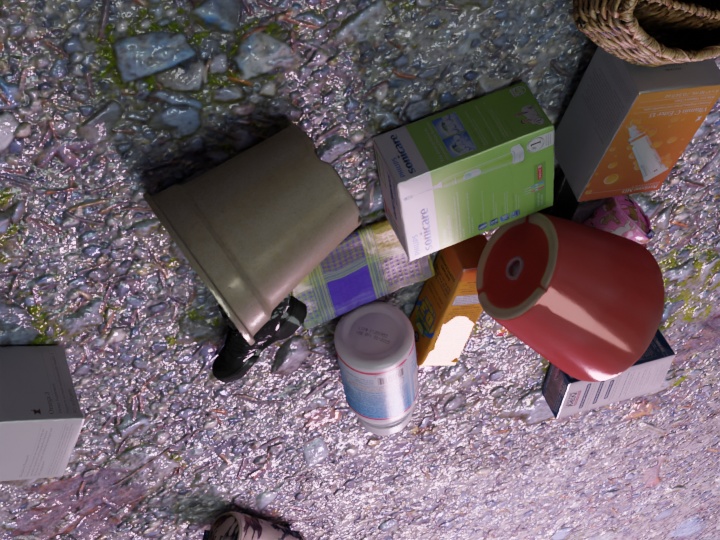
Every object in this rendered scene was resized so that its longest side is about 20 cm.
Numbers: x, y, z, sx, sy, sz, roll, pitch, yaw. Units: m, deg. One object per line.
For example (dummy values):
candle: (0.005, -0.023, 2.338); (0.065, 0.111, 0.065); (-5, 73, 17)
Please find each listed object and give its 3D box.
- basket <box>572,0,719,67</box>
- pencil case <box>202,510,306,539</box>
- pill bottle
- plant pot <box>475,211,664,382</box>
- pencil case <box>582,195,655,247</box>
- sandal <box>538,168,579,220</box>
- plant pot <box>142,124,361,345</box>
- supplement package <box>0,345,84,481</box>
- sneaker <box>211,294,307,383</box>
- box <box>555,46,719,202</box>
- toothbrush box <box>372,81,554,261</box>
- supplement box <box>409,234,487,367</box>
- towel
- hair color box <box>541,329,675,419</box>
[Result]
basket: (0.341, -0.296, 1.296); (0.198, 0.145, 0.148); (5, 176, -35)
pencil case: (-0.162, 0.445, 1.965); (0.199, 0.078, 0.090); (31, 95, -48)
pill bottle: (0.026, 0.142, 1.697); (0.108, 0.109, 0.201); (-19, 143, -9)
plant pot: (0.255, 0.023, 1.559); (0.176, 0.202, 0.201); (23, 122, -34)
pencil case: (0.318, -0.014, 1.712); (0.200, 0.087, 0.083); (-46, 172, 24)
sandal: (0.249, -0.074, 1.639); (0.075, 0.045, 0.202); (8, 117, -44)
plant pot: (-0.106, -0.054, 1.342); (0.183, 0.201, 0.201); (-36, 144, -6)
supplement package: (-0.444, 0.170, 1.442); (0.198, 0.118, 0.118); (0, 136, -32)
sneaker: (-0.146, 0.060, 1.543); (0.199, 0.060, 0.104); (-38, 129, 27)
box: (0.328, -0.187, 1.475); (0.123, 0.098, 0.201); (-9, 149, -19)
toothbrush box: (0.127, -0.118, 1.470); (0.198, 0.087, 0.146); (-22, 143, -7)
supplement box: (0.123, 0.045, 1.676); (0.068, 0.067, 0.201); (-6, 138, -25)
towel: (0.000, 0.000, 1.586); (0.198, 0.023, 0.144); (-21, 143, -8)
hair color box: (0.401, 0.167, 1.990); (0.198, 0.061, 0.101); (-13, 141, -18)
